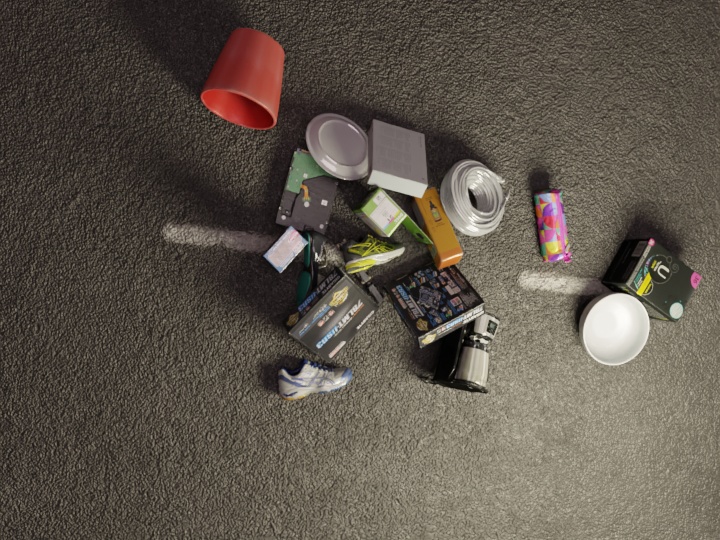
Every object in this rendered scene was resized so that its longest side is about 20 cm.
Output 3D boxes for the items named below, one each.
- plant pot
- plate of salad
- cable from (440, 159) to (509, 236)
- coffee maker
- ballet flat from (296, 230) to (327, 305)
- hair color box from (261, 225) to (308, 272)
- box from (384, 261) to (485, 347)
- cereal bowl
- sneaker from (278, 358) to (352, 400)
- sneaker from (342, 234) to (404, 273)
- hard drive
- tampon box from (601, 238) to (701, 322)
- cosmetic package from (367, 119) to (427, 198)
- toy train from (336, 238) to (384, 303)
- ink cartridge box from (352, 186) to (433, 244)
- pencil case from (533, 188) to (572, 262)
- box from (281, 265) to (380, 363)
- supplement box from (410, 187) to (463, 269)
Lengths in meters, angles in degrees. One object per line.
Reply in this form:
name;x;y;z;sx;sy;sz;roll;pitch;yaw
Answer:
plant pot;-0.276;-0.473;1.570;0.195;0.200;0.182;17;79;-11
plate of salad;-0.054;-0.315;1.656;0.196;0.048;0.205;14;58;-24
cable;0.297;-0.194;1.700;0.198;0.069;0.203;36;59;-21
coffee maker;0.261;0.205;1.697;0.187;0.135;0.205;8;73;21
ballet flat;-0.120;-0.001;1.659;0.071;0.073;0.206;6;102;-11
hair color box;-0.190;-0.052;1.581;0.060;0.200;0.100;43;84;-8
box;0.191;0.075;1.664;0.195;0.201;0.050;-27;137;-9
cereal bowl;0.703;0.158;1.812;0.194;0.083;0.206;-1;98;-7
sneaker;-0.118;0.270;1.664;0.195;0.075;0.091;-13;98;-11
sneaker;0.035;-0.057;1.663;0.197;0.074;0.087;-17;84;-40
hard drive;-0.134;-0.201;1.672;0.136;0.038;0.205;15;89;-11
tampon box;0.821;0.027;1.815;0.197;0.126;0.152;32;86;-10
cosmetic package;0.093;-0.289;1.647;0.147;0.052;0.204;12;49;-11
toy train;0.000;0.000;1.699;0.034;0.046;0.202;-34;99;-3
ink cartridge box;0.082;-0.115;1.658;0.200;0.148;0.076;44;86;-9
pencil case;0.535;-0.123;1.780;0.086;0.088;0.206;-12;93;-10
box;-0.070;0.115;1.618;0.200;0.050;0.199;-45;137;1
supplement box;0.199;-0.112;1.690;0.065;0.069;0.204;-17;74;-9
